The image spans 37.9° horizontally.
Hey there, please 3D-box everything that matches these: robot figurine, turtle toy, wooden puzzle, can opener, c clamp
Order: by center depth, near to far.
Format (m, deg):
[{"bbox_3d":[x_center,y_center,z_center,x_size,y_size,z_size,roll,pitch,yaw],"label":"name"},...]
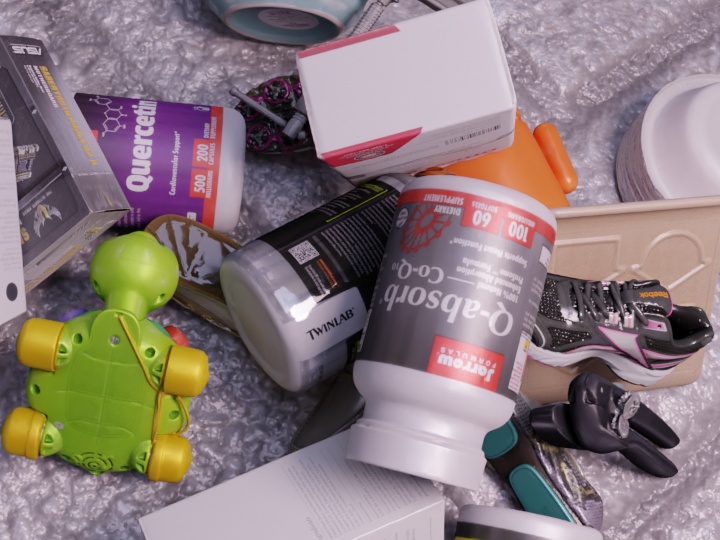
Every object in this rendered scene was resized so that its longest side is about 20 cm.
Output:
[{"bbox_3d":[-0.189,0.069,0.819,0.146,0.101,0.200,12,107,-7],"label":"turtle toy"},{"bbox_3d":[0.222,0.131,0.881,0.200,0.079,0.063,24,75,-45],"label":"can opener"},{"bbox_3d":[0.223,0.023,0.923,0.185,0.200,0.046,-5,29,-14],"label":"wooden puzzle"},{"bbox_3d":[0.007,-0.184,0.936,0.171,0.027,0.200,40,90,8],"label":"c clamp"},{"bbox_3d":[0.115,-0.081,0.967,0.144,0.117,0.200,-32,71,23],"label":"robot figurine"}]

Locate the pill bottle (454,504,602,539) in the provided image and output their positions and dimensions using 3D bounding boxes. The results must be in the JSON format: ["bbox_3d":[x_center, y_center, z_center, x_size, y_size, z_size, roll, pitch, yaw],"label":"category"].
[{"bbox_3d":[0.114,0.287,0.794,0.114,0.114,0.200,14,75,-6],"label":"pill bottle"}]

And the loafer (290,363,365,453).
[{"bbox_3d":[0.009,0.087,0.886,0.200,0.070,0.070,-45,124,-31],"label":"loafer"}]

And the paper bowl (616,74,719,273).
[{"bbox_3d":[0.367,-0.106,1.042,0.201,0.104,0.201,5,64,-10],"label":"paper bowl"}]

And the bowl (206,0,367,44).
[{"bbox_3d":[-0.070,-0.281,0.990,0.201,0.201,0.105,6,85,-10],"label":"bowl"}]

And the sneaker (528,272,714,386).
[{"bbox_3d":[0.200,0.031,0.833,0.200,0.086,0.080,13,56,-34],"label":"sneaker"}]

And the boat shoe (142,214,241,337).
[{"bbox_3d":[-0.099,0.019,0.901,0.200,0.066,0.074,33,69,-9],"label":"boat shoe"}]

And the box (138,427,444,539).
[{"bbox_3d":[-0.047,0.215,0.779,0.200,0.124,0.097,-20,42,-20],"label":"box"}]

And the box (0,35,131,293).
[{"bbox_3d":[-0.293,-0.062,0.826,0.158,0.200,0.048,59,26,8],"label":"box"}]

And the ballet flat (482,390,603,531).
[{"bbox_3d":[0.139,0.149,0.897,0.072,0.072,0.200,-33,85,-23],"label":"ballet flat"}]

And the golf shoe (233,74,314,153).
[{"bbox_3d":[-0.026,-0.156,0.997,0.200,0.092,0.073,-19,86,2],"label":"golf shoe"}]

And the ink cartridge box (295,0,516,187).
[{"bbox_3d":[0.043,-0.130,0.823,0.145,0.200,0.083,-15,87,7],"label":"ink cartridge box"}]

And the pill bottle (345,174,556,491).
[{"bbox_3d":[0.061,0.044,0.731,0.116,0.116,0.200,16,80,-5],"label":"pill bottle"}]

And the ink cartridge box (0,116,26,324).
[{"bbox_3d":[-0.346,-0.010,0.802,0.198,0.043,0.200,-2,91,25],"label":"ink cartridge box"}]

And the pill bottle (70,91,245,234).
[{"bbox_3d":[-0.202,-0.093,0.903,0.200,0.112,0.113,4,66,-10],"label":"pill bottle"}]

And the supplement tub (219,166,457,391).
[{"bbox_3d":[0.000,0.000,0.838,0.200,0.123,0.123,-29,75,-22],"label":"supplement tub"}]
